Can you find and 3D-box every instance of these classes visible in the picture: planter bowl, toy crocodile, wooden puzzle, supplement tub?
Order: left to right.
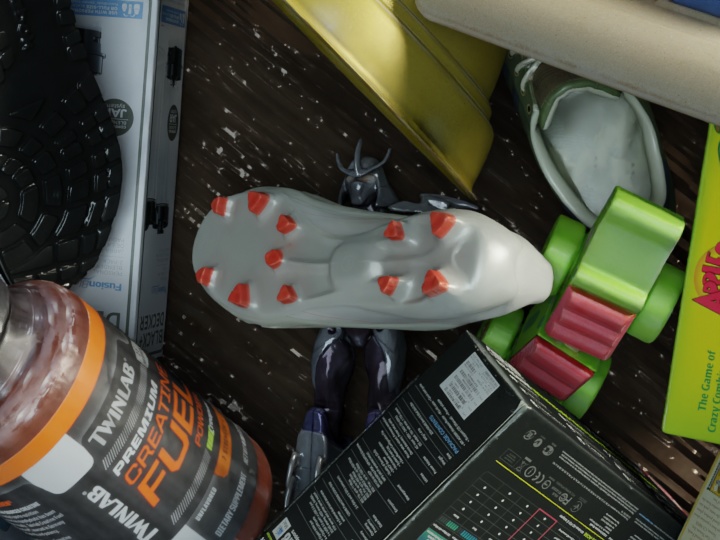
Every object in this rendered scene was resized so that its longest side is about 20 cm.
[{"bbox_3d":[-0.140,0.077,0.985,0.107,0.107,0.200,-42,126,8],"label":"supplement tub"},{"bbox_3d":[0.012,-0.132,0.967,0.200,0.200,0.083,45,93,4],"label":"planter bowl"},{"bbox_3d":[0.100,0.032,0.989,0.067,0.062,0.200,28,140,-3],"label":"toy crocodile"},{"bbox_3d":[0.151,-0.138,0.888,0.185,0.200,0.047,25,131,36],"label":"wooden puzzle"}]

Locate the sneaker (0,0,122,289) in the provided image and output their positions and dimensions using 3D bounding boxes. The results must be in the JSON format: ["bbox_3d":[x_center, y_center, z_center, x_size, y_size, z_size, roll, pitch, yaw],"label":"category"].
[{"bbox_3d":[-0.175,-0.088,1.008,0.075,0.087,0.201,-19,113,-32],"label":"sneaker"}]

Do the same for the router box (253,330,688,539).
[{"bbox_3d":[0.063,0.137,0.979,0.150,0.200,0.062,-45,44,7],"label":"router box"}]

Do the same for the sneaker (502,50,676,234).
[{"bbox_3d":[0.104,-0.098,1.007,0.067,0.090,0.201,-23,89,9],"label":"sneaker"}]

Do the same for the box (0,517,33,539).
[{"bbox_3d":[-0.229,0.123,1.012,0.097,0.200,0.177,-42,86,7],"label":"box"}]

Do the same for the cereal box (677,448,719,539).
[{"bbox_3d":[0.195,0.196,1.000,0.143,0.040,0.201,22,96,-29],"label":"cereal box"}]

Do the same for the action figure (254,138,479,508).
[{"bbox_3d":[0.000,0.033,1.039,0.129,0.069,0.201,1,88,26],"label":"action figure"}]

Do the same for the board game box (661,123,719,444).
[{"bbox_3d":[0.183,-0.030,0.956,0.047,0.102,0.201,11,118,12],"label":"board game box"}]

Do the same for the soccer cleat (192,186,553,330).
[{"bbox_3d":[0.000,0.000,0.979,0.199,0.077,0.070,4,80,43],"label":"soccer cleat"}]

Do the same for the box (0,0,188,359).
[{"bbox_3d":[-0.156,-0.055,1.063,0.116,0.060,0.201,6,94,8],"label":"box"}]
